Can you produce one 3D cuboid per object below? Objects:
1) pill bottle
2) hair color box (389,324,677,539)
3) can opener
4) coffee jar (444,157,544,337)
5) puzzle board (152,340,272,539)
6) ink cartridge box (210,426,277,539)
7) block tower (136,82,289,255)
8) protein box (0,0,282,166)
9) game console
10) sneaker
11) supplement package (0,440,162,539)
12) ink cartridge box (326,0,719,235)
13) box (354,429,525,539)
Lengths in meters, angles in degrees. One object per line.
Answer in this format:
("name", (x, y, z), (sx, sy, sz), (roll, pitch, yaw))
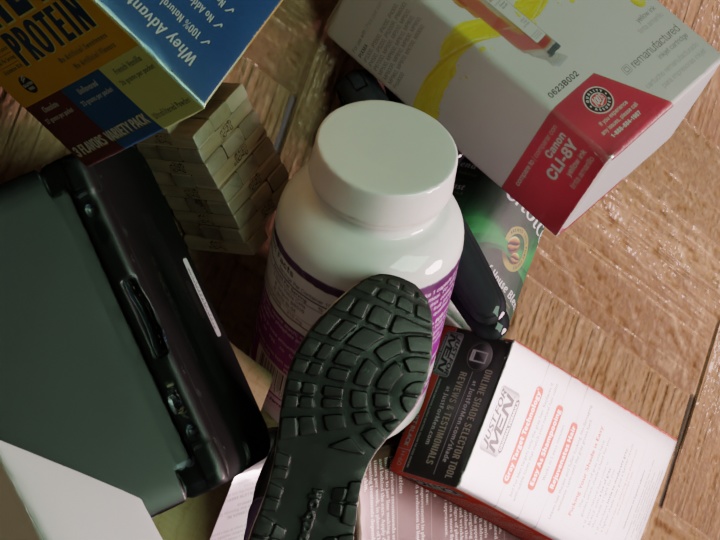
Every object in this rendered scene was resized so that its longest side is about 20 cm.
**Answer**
("pill bottle", (0.000, 0.000, 1.737), (0.112, 0.112, 0.200), (-39, 153, -40))
("hair color box", (0.113, 0.116, 1.866), (0.200, 0.061, 0.102), (32, 76, -48))
("can opener", (0.041, -0.045, 1.810), (0.200, 0.079, 0.063), (65, 6, 29))
("coffee jar", (0.076, -0.043, 1.901), (0.104, 0.085, 0.200), (46, 60, -43))
("puzzle board", (-0.137, 0.095, 1.661), (0.151, 0.017, 0.200), (39, 49, -22))
("ink cartridge box", (-0.099, 0.205, 1.770), (0.162, 0.050, 0.200), (-14, 119, -49))
("block tower", (-0.106, -0.103, 1.705), (0.058, 0.054, 0.200), (-49, 129, -34))
("protein box", (-0.131, -0.204, 1.553), (0.199, 0.135, 0.200), (44, 59, -17))
("game console", (-0.156, 0.044, 1.641), (0.200, 0.116, 0.176), (66, 14, 0))
("sneaker", (-0.024, 0.093, 1.679), (0.076, 0.088, 0.200), (23, 90, -11))
("supplement package", (-0.193, 0.206, 1.516), (0.200, 0.117, 0.117), (-47, 136, 14))
("ink cartridge box", (0.101, -0.141, 1.830), (0.145, 0.200, 0.083), (-41, 167, -41))
("box", (0.036, 0.144, 1.887), (0.200, 0.075, 0.100), (-10, 102, -47))
